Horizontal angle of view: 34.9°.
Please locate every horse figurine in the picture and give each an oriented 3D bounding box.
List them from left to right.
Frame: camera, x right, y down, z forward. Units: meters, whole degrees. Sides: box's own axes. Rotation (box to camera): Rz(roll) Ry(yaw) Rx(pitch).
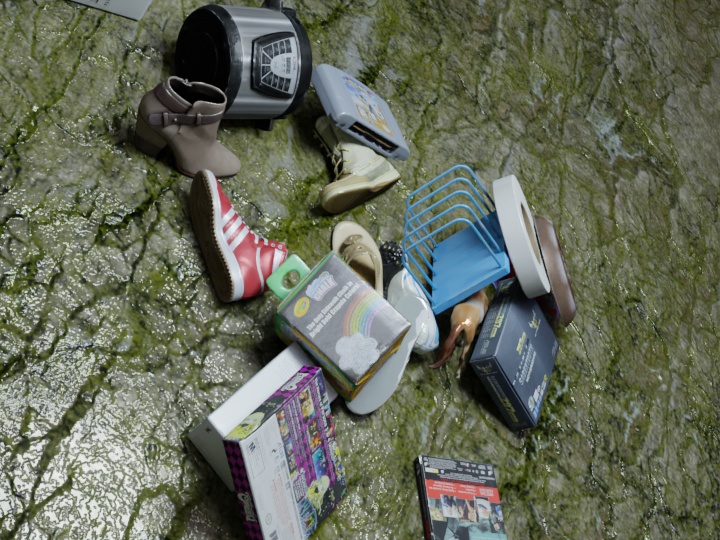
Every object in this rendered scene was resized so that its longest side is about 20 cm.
[{"bbox_3d":[0.167,0.083,1.812,0.049,0.134,0.200,18,34,16],"label":"horse figurine"}]

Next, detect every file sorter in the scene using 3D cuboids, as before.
[{"bbox_3d":[0.146,-0.056,1.829,0.123,0.138,0.201,50,22,-22],"label":"file sorter"}]

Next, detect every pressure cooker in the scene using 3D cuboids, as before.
[{"bbox_3d":[-0.170,-0.328,1.796,0.198,0.176,0.180,-6,61,-42],"label":"pressure cooker"}]

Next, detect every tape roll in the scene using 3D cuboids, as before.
[{"bbox_3d":[0.262,-0.055,1.859,0.203,0.037,0.205,-18,90,-77],"label":"tape roll"}]

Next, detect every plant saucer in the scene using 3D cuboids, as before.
[{"bbox_3d":[0.341,-0.003,1.978,0.200,0.032,0.203,-16,90,-78],"label":"plant saucer"}]

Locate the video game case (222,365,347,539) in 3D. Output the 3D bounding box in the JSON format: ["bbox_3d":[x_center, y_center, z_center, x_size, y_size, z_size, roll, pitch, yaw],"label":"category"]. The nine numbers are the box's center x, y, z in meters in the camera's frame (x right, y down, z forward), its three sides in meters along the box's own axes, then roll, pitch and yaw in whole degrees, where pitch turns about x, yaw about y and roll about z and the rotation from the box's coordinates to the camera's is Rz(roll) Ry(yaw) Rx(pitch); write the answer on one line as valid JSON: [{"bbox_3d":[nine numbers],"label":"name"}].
[{"bbox_3d":[-0.092,0.254,1.476,0.181,0.035,0.202,-40,127,-46],"label":"video game case"}]

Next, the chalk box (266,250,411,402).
[{"bbox_3d":[-0.045,0.067,1.624,0.200,0.124,0.124,42,74,9],"label":"chalk box"}]

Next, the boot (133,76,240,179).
[{"bbox_3d":[-0.235,-0.210,1.681,0.198,0.146,0.071,11,53,-33],"label":"boot"}]

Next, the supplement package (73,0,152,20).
[{"bbox_3d":[-0.409,-0.491,1.755,0.198,0.120,0.123,10,54,-34],"label":"supplement package"}]

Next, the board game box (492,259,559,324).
[{"bbox_3d":[0.297,0.002,2.039,0.157,0.039,0.201,-23,78,-45],"label":"board game box"}]

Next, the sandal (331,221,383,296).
[{"bbox_3d":[0.006,0.000,1.771,0.076,0.070,0.214,-3,62,-13],"label":"sandal"}]

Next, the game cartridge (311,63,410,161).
[{"bbox_3d":[-0.001,-0.266,1.907,0.199,0.041,0.134,23,40,-50],"label":"game cartridge"}]

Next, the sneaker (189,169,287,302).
[{"bbox_3d":[-0.177,-0.055,1.676,0.111,0.071,0.202,-7,74,-37],"label":"sneaker"}]

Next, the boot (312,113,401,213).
[{"bbox_3d":[-0.033,-0.183,1.880,0.156,0.072,0.199,56,37,6],"label":"boot"}]

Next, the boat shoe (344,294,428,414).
[{"bbox_3d":[0.041,0.131,1.710,0.070,0.064,0.201,32,73,5],"label":"boat shoe"}]

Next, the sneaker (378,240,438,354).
[{"bbox_3d":[0.070,0.044,1.819,0.072,0.071,0.202,39,28,-58],"label":"sneaker"}]

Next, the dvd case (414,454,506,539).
[{"bbox_3d":[0.153,0.376,1.681,0.145,0.022,0.202,13,53,-32],"label":"dvd case"}]

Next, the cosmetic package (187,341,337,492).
[{"bbox_3d":[-0.129,0.194,1.543,0.102,0.074,0.200,50,46,1],"label":"cosmetic package"}]

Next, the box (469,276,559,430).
[{"bbox_3d":[0.256,0.134,1.870,0.159,0.051,0.201,56,38,-25],"label":"box"}]
